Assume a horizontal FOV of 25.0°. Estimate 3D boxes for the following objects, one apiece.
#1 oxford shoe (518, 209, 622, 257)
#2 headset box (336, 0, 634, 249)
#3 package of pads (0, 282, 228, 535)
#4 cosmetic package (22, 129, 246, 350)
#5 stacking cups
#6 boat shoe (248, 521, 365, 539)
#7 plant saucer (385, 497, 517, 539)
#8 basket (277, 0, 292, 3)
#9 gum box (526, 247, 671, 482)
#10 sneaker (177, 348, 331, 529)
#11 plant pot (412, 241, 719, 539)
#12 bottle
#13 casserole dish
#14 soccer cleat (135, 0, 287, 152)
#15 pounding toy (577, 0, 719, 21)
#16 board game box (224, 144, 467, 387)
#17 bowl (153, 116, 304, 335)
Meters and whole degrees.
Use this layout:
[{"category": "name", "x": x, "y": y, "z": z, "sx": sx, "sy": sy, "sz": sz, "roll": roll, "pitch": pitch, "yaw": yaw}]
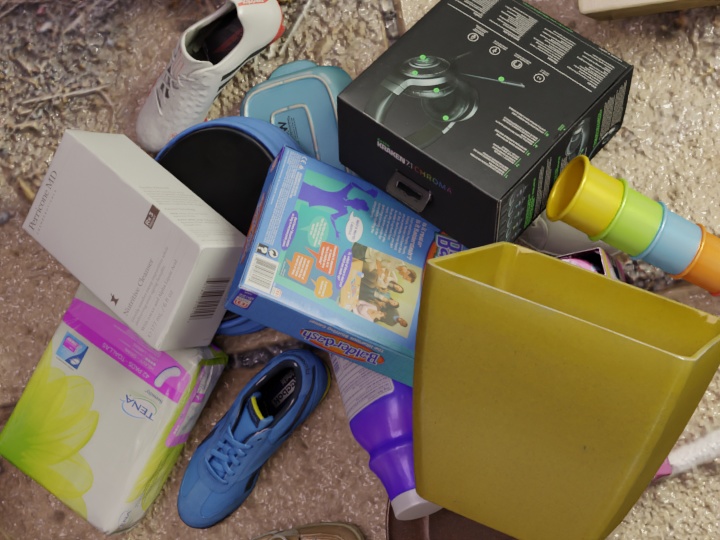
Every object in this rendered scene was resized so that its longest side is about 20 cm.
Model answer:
[{"category": "oxford shoe", "x": 0.145, "y": -0.063, "z": 1.411, "sx": 0.199, "sy": 0.058, "sz": 0.075, "roll": 24, "pitch": 89, "yaw": 17}, {"category": "headset box", "x": 0.099, "y": -0.127, "z": 1.363, "sx": 0.174, "sy": 0.093, "sz": 0.200, "roll": 34, "pitch": 62, "yaw": 21}, {"category": "package of pads", "x": -0.228, "y": 0.125, "z": 1.495, "sx": 0.154, "sy": 0.068, "sz": 0.200, "roll": 34, "pitch": 102, "yaw": 19}, {"category": "cosmetic package", "x": -0.200, "y": -0.030, "z": 1.453, "sx": 0.200, "sy": 0.081, "sz": 0.113, "roll": 36, "pitch": 110, "yaw": 28}, {"category": "stacking cups", "x": 0.249, "y": -0.024, "z": 1.333, "sx": 0.200, "sy": 0.061, "sz": 0.061, "roll": 27, "pitch": 93, "yaw": -17}, {"category": "boat shoe", "x": -0.090, "y": 0.275, "z": 1.443, "sx": 0.199, "sy": 0.063, "sz": 0.074, "roll": -21, "pitch": 77, "yaw": 14}, {"category": "plant saucer", "x": 0.110, "y": 0.212, "z": 1.375, "sx": 0.200, "sy": 0.037, "sz": 0.201, "roll": -12, "pitch": 70, "yaw": 36}, {"category": "basket", "x": -0.159, "y": -0.336, "z": 1.491, "sx": 0.199, "sy": 0.149, "sz": 0.143, "roll": 8, "pitch": 86, "yaw": 19}, {"category": "gum box", "x": 0.201, "y": 0.090, "z": 1.345, "sx": 0.066, "sy": 0.113, "sz": 0.201, "roll": -15, "pitch": 80, "yaw": 15}, {"category": "sneaker", "x": -0.107, "y": 0.150, "z": 1.457, "sx": 0.066, "sy": 0.078, "sz": 0.200, "roll": 42, "pitch": 98, "yaw": 15}, {"category": "plant pot", "x": 0.143, "y": 0.099, "z": 1.210, "sx": 0.199, "sy": 0.200, "sz": 0.177, "roll": 21, "pitch": 103, "yaw": 19}, {"category": "bottle", "x": 0.026, "y": 0.114, "z": 1.401, "sx": 0.084, "sy": 0.065, "sz": 0.201, "roll": -41, "pitch": 57, "yaw": 43}, {"category": "casserole dish", "x": -0.051, "y": -0.100, "z": 1.488, "sx": 0.121, "sy": 0.039, "sz": 0.201, "roll": -14, "pitch": 79, "yaw": 16}, {"category": "soccer cleat", "x": -0.152, "y": -0.184, "z": 1.490, "sx": 0.200, "sy": 0.085, "sz": 0.069, "roll": -41, "pitch": 74, "yaw": 25}, {"category": "pounding toy", "x": 0.277, "y": -0.324, "z": 1.373, "sx": 0.183, "sy": 0.142, "sz": 0.201, "roll": -5, "pitch": 93, "yaw": 18}, {"category": "board game box", "x": 0.000, "y": 0.000, "z": 1.374, "sx": 0.199, "sy": 0.045, "sz": 0.153, "roll": 24, "pitch": 56, "yaw": -11}, {"category": "bowl", "x": -0.124, "y": -0.041, "z": 1.474, "sx": 0.200, "sy": 0.039, "sz": 0.202, "roll": -1, "pitch": 89, "yaw": 34}]
